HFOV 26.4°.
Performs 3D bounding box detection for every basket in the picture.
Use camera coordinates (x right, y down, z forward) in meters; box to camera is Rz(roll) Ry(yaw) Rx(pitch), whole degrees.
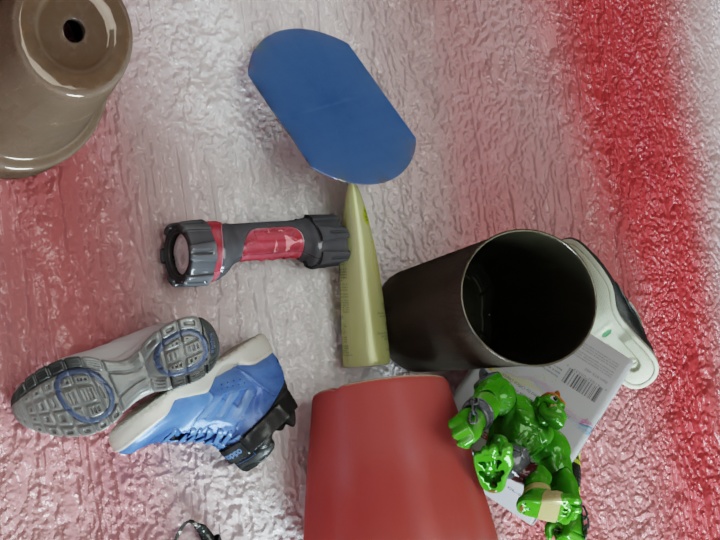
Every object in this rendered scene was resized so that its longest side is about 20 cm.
[{"bbox_3d":[0.116,0.041,1.600,0.178,0.199,0.138,0,82,-34],"label":"basket"}]

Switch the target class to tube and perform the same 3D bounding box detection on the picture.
[{"bbox_3d":[0.000,0.000,1.610,0.051,0.058,0.203,-3,88,-40],"label":"tube"}]

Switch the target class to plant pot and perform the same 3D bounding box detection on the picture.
[{"bbox_3d":[-0.289,-0.192,1.353,0.198,0.174,0.203,4,84,-35],"label":"plant pot"},{"bbox_3d":[0.030,0.205,1.541,0.198,0.200,0.180,1,75,-35],"label":"plant pot"}]

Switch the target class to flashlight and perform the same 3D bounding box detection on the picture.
[{"bbox_3d":[-0.100,-0.021,1.535,0.198,0.068,0.069,-3,85,-35],"label":"flashlight"}]

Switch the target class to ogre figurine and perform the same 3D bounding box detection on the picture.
[{"bbox_3d":[0.159,0.177,1.531,0.198,0.098,0.121,27,38,-15],"label":"ogre figurine"}]

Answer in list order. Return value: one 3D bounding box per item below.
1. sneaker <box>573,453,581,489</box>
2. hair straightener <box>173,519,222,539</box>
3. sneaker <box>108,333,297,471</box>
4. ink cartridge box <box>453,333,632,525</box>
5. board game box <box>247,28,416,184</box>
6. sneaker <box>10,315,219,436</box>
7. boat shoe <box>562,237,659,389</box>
[{"bbox_3d":[0.217,0.188,1.749,0.074,0.077,0.202,9,59,4],"label":"sneaker"},{"bbox_3d":[-0.131,0.335,1.489,0.077,0.041,0.202,-33,104,-34],"label":"hair straightener"},{"bbox_3d":[-0.142,0.152,1.479,0.199,0.076,0.112,-31,94,-41],"label":"sneaker"},{"bbox_3d":[0.182,0.150,1.674,0.145,0.083,0.201,32,62,12],"label":"ink cartridge box"},{"bbox_3d":[-0.038,-0.161,1.597,0.157,0.039,0.201,-22,71,-44],"label":"board game box"},{"bbox_3d":[-0.229,0.099,1.428,0.198,0.087,0.076,-18,98,-17],"label":"sneaker"},{"bbox_3d":[0.285,0.046,1.821,0.201,0.071,0.068,55,22,-10],"label":"boat shoe"}]
